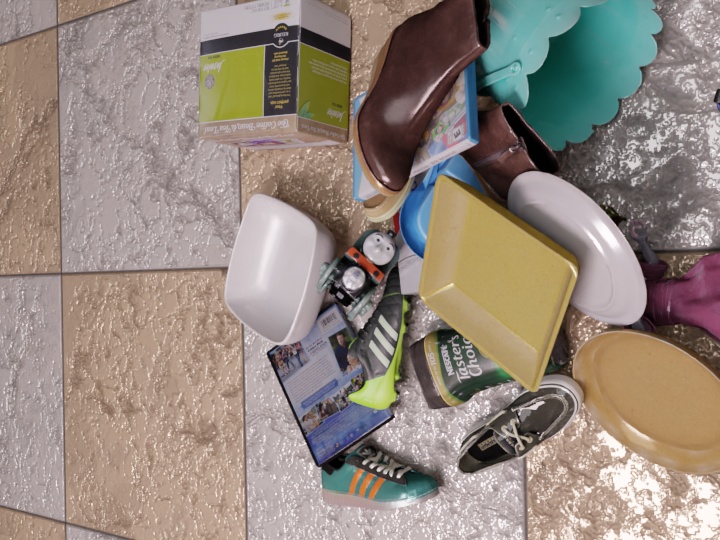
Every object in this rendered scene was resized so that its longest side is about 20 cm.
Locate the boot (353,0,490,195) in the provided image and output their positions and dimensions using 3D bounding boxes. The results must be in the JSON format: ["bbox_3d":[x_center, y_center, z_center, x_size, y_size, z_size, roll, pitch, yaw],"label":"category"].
[{"bbox_3d":[0.067,-0.196,0.808,0.166,0.072,0.203,-27,53,49],"label":"boot"}]

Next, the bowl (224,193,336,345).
[{"bbox_3d":[-0.116,0.000,1.162,0.199,0.074,0.203,29,105,46],"label":"bowl"}]

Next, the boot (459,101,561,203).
[{"bbox_3d":[0.142,-0.171,0.882,0.072,0.166,0.201,-38,90,-12],"label":"boot"}]

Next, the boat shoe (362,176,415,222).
[{"bbox_3d":[0.036,-0.161,0.998,0.073,0.066,0.202,-3,61,38],"label":"boat shoe"}]

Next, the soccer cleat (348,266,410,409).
[{"bbox_3d":[0.026,0.091,1.069,0.080,0.068,0.203,8,82,2],"label":"soccer cleat"}]

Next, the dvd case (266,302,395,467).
[{"bbox_3d":[-0.049,0.168,1.135,0.142,0.018,0.201,-36,64,15],"label":"dvd case"}]

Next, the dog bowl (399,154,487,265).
[{"bbox_3d":[0.127,-0.099,0.986,0.111,0.050,0.201,33,84,-1],"label":"dog bowl"}]

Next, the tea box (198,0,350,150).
[{"bbox_3d":[-0.131,-0.291,1.153,0.198,0.133,0.200,4,91,34],"label":"tea box"}]

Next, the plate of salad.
[{"bbox_3d":[0.238,-0.027,0.831,0.048,0.201,0.200,-35,65,-15],"label":"plate of salad"}]

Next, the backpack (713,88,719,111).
[{"bbox_3d":[0.484,-0.154,0.743,0.183,0.134,0.201,-46,66,24],"label":"backpack"}]

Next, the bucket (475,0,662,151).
[{"bbox_3d":[0.225,-0.257,0.879,0.208,0.206,0.135,-54,53,21],"label":"bucket"}]

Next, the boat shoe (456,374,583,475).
[{"bbox_3d":[0.198,0.203,0.956,0.071,0.064,0.200,46,127,3],"label":"boat shoe"}]

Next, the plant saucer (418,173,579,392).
[{"bbox_3d":[0.160,0.008,0.873,0.200,0.048,0.202,41,144,32],"label":"plant saucer"}]

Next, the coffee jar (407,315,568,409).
[{"bbox_3d":[0.160,0.108,0.989,0.199,0.085,0.106,-28,77,31],"label":"coffee jar"}]

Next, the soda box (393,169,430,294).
[{"bbox_3d":[0.087,-0.070,1.049,0.068,0.063,0.203,-9,85,34],"label":"soda box"}]

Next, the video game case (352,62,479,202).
[{"bbox_3d":[0.059,-0.180,0.903,0.199,0.018,0.145,-22,62,47],"label":"video game case"}]

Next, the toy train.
[{"bbox_3d":[0.000,0.000,1.027,0.085,0.200,0.114,39,82,2],"label":"toy train"}]

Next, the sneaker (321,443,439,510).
[{"bbox_3d":[0.020,0.293,1.091,0.198,0.071,0.081,-9,90,35],"label":"sneaker"}]

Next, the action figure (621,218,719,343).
[{"bbox_3d":[0.360,0.033,0.869,0.199,0.149,0.135,-4,46,48],"label":"action figure"}]

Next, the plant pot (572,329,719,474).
[{"bbox_3d":[0.333,0.142,0.853,0.199,0.027,0.202,32,144,27],"label":"plant pot"}]
